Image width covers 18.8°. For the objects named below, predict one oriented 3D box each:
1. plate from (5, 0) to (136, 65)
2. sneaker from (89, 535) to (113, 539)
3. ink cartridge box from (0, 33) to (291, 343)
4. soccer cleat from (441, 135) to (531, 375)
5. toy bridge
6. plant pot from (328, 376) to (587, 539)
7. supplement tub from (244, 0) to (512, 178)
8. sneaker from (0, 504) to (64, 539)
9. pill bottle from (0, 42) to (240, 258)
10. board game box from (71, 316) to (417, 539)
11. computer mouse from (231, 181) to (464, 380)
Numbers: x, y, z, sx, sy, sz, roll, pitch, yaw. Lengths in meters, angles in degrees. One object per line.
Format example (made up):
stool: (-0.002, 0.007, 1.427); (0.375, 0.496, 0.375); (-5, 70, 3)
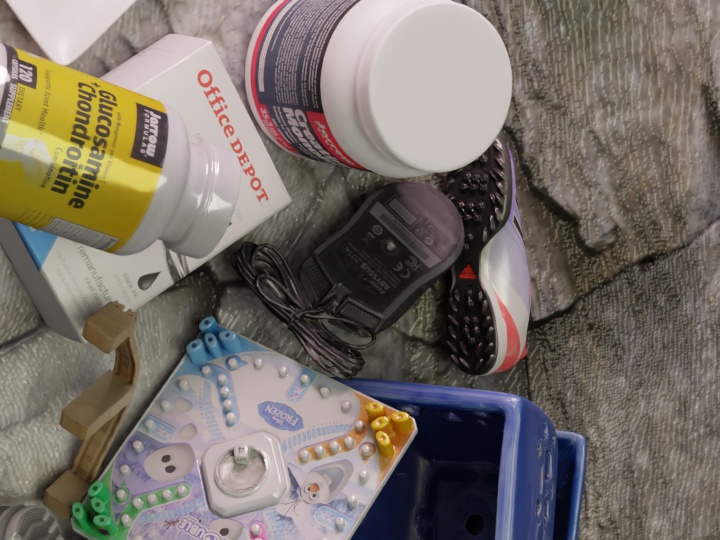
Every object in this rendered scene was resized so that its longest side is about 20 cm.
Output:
plate: (-0.215, -0.287, 1.598); (0.200, 0.032, 0.200); (-46, 116, -17)
sneaker: (-0.145, 0.265, 1.704); (0.116, 0.075, 0.201); (-45, 126, -32)
ink cartridge box: (-0.173, -0.063, 1.626); (0.199, 0.086, 0.147); (-35, 112, -18)
soccer cleat: (0.110, -0.015, 1.815); (0.073, 0.068, 0.202); (-7, 98, -52)
toy bridge: (-0.194, 0.100, 1.620); (0.067, 0.027, 0.201); (-44, 159, -47)
plant pot: (0.068, 0.199, 1.718); (0.179, 0.199, 0.202); (21, 74, -58)
supplement tub: (0.011, -0.145, 1.651); (0.139, 0.200, 0.142); (-5, 100, -28)
sneaker: (-0.254, 0.259, 1.643); (0.075, 0.081, 0.202); (-34, 125, -49)
pill bottle: (-0.188, -0.076, 1.505); (0.199, 0.112, 0.113); (19, 89, -26)
board game box: (-0.089, 0.150, 1.636); (0.201, 0.199, 0.026); (-56, 155, -22)
computer mouse: (0.000, 0.000, 1.736); (0.200, 0.053, 0.139); (-36, 76, -34)
